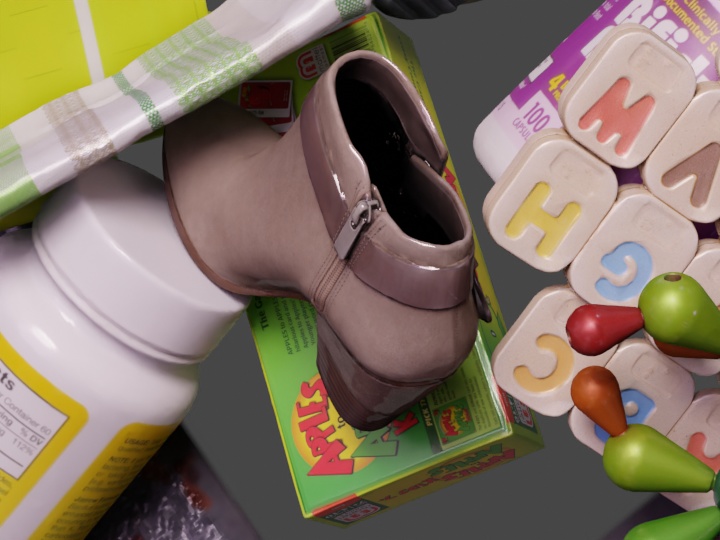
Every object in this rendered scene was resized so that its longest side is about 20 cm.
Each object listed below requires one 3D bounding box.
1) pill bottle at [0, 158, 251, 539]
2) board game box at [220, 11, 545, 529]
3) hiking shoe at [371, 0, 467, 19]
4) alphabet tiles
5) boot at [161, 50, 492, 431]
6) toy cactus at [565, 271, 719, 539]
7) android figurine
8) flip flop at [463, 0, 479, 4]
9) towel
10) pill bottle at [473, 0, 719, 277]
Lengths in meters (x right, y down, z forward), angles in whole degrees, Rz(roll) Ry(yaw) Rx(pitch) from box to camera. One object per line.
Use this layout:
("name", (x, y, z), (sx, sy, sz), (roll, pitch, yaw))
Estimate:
("pill bottle", (-0.142, 0.055, 1.026), (0.200, 0.114, 0.114), (-49, 65, 19))
("board game box", (0.000, 0.000, 1.033), (0.101, 0.048, 0.201), (-23, 71, 18))
("hiking shoe", (0.027, -0.210, 0.985), (0.087, 0.074, 0.201), (38, 115, 41))
("alphabet tiles", (0.150, -0.005, 0.912), (0.199, 0.015, 0.196), (33, 103, -18))
("boot", (-0.014, -0.034, 0.933), (0.070, 0.147, 0.200), (-23, 63, -26))
("toy cactus", (0.172, 0.073, 0.896), (0.164, 0.102, 0.201), (-28, 103, -8))
("android figurine", (-0.154, -0.108, 1.066), (0.199, 0.183, 0.041), (-20, 27, -15))
("flip flop", (0.090, -0.197, 1.030), (0.199, 0.058, 0.081), (-36, 68, 12))
("towel", (-0.094, -0.079, 0.999), (0.199, 0.149, 0.031), (-30, 101, -6))
("pill bottle", (0.151, -0.082, 0.951), (0.200, 0.112, 0.112), (-44, 66, 9))
